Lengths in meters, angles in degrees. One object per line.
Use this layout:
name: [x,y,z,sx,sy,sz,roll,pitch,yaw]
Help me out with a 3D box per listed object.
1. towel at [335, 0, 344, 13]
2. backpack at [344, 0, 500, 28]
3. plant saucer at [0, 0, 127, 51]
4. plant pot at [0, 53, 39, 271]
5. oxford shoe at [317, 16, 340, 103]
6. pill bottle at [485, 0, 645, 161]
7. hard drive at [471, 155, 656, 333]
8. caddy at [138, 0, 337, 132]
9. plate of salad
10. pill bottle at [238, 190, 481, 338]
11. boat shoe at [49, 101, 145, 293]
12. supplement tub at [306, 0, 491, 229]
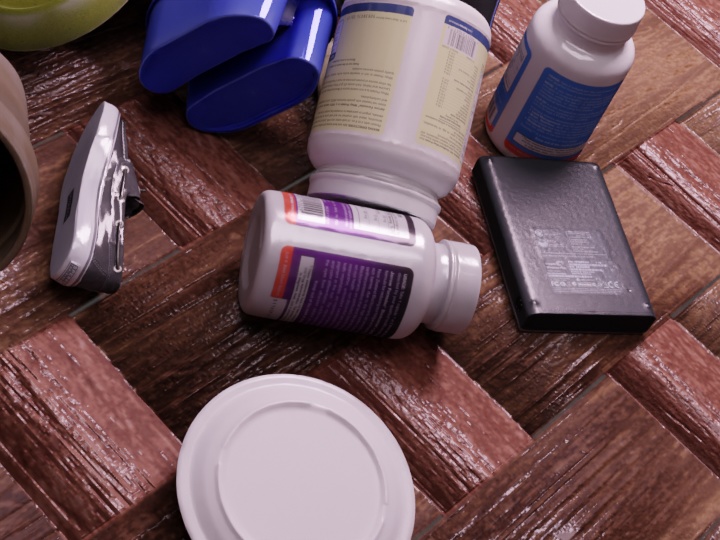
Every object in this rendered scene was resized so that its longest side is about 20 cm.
towel: [-0.029,-0.394,1.545,0.171,0.048,0.200,47,70,-23]
backpack: [0.049,-0.324,1.485,0.200,0.135,0.183,21,86,-24]
plant saucer: [-0.298,-0.298,1.385,0.200,0.031,0.200,-8,57,13]
plant pot: [-0.354,-0.107,1.192,0.200,0.200,0.174,15,32,-9]
oxford shoe: [-0.002,-0.167,1.455,0.075,0.070,0.200,-35,72,-6]
pill bottle: [0.210,-0.204,1.463,0.112,0.200,0.112,11,50,-13]
hard drive: [0.199,-0.029,1.428,0.139,0.033,0.200,2,52,-20]
caddy: [-0.116,-0.219,1.358,0.141,0.200,0.105,39,45,-38]
plate of salad: [-0.052,0.178,1.153,0.200,0.048,0.200,10,59,-18]
pill bottle: [0.000,0.000,1.274,0.200,0.111,0.112,10,50,-14]
boat shoe: [-0.223,-0.062,1.272,0.066,0.070,0.200,24,42,-25]
supplement tub: [0.033,-0.149,1.337,0.145,0.145,0.200,15,82,-9]
